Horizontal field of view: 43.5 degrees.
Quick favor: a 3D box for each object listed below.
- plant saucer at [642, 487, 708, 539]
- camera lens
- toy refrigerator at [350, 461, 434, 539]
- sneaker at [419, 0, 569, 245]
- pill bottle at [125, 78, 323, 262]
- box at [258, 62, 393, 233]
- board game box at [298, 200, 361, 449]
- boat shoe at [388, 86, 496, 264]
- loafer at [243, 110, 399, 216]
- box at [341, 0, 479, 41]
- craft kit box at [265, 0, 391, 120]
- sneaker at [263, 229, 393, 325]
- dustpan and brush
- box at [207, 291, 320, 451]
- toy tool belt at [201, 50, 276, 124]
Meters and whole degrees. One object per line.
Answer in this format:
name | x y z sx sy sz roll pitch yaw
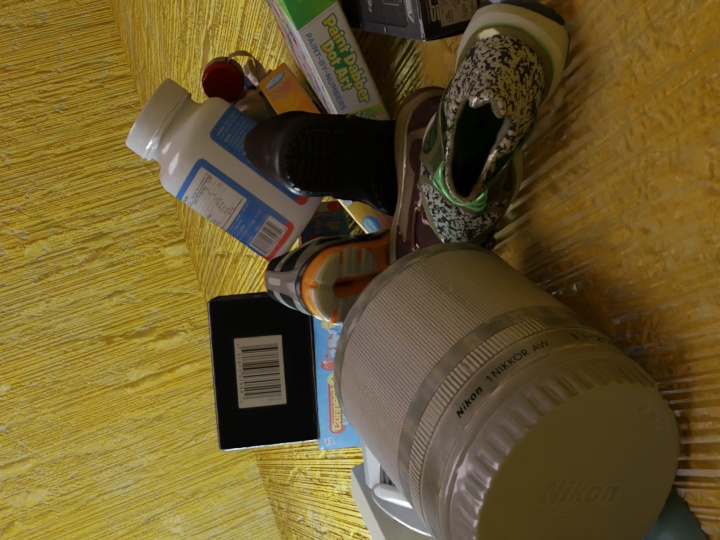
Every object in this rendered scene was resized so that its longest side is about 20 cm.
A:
plant saucer | 0.185 0.215 0.615 0.200 0.027 0.205 163 91 -74
camera lens | 0.082 0.086 0.580 0.200 0.157 0.163 -136 32 -55
toy refrigerator | 0.061 0.314 1.049 0.071 0.074 0.201 89 157 -45
sneaker | 0.065 -0.069 0.562 0.076 0.089 0.202 23 146 10
pill bottle | -0.139 -0.107 0.939 0.198 0.113 0.112 36 167 -9
box | -0.033 -0.120 0.889 0.119 0.041 0.201 48 -175 -46
board game box | -0.034 0.057 1.015 0.201 0.054 0.200 -105 12 -58
boat shoe | 0.066 -0.032 0.687 0.072 0.071 0.204 -132 35 -57
loafer | -0.012 -0.091 0.695 0.070 0.198 0.075 23 99 36
box | 0.017 -0.272 0.634 0.158 0.047 0.204 -139 35 -64
craft kit box | -0.046 -0.216 0.779 0.202 0.048 0.198 62 177 -35
sneaker | 0.000 0.000 0.754 0.076 0.198 0.080 6 94 35
dustpan and brush | 0.079 0.216 0.835 0.196 0.058 0.142 15 138 20
box | -0.107 0.100 0.988 0.200 0.104 0.153 -179 84 -82
toy tool belt | -0.118 -0.174 1.045 0.202 0.123 0.124 58 -167 -32
